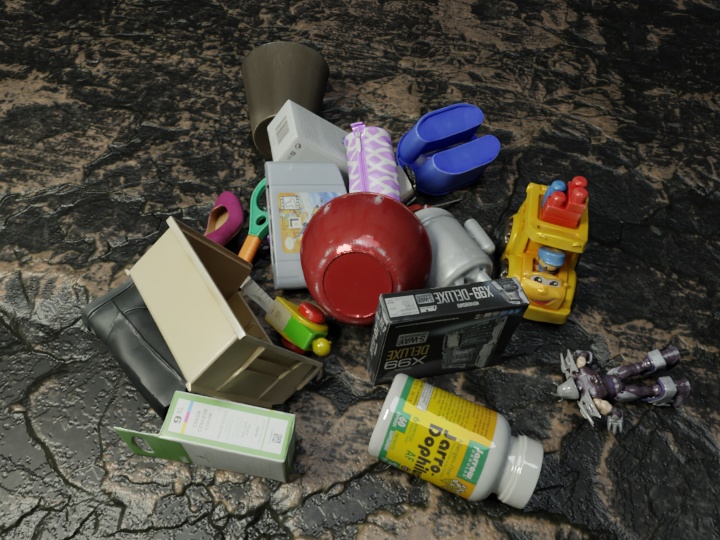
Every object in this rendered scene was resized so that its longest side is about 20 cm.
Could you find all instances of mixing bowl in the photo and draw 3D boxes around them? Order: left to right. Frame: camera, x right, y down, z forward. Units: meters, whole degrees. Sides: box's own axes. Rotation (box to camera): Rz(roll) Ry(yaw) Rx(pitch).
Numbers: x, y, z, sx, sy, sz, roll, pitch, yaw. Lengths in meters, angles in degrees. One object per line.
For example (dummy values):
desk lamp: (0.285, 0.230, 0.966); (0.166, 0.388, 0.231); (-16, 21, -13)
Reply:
mixing bowl: (0.000, 0.000, 0.837); (0.198, 0.202, 0.109); (13, 22, 3)

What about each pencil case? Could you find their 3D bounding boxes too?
pencil case: (0.019, -0.133, 0.944); (0.083, 0.086, 0.202); (-12, 70, 13)

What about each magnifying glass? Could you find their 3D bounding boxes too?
magnifying glass: (-0.162, -0.072, 0.961); (0.079, 0.022, 0.202); (11, 70, 28)

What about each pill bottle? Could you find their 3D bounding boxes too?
pill bottle: (0.119, 0.217, 0.749); (0.198, 0.113, 0.113); (22, 51, 9)

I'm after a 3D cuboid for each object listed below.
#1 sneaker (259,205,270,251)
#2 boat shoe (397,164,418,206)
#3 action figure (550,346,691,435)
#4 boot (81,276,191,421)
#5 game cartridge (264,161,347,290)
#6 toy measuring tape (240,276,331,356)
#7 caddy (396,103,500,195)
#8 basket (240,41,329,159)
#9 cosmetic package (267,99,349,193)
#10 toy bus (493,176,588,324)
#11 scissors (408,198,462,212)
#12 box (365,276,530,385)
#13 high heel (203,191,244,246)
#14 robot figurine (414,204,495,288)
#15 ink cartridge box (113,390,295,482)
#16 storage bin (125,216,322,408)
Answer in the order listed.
sneaker: (-0.137, -0.119, 1.018); (0.087, 0.075, 0.201); (-7, 53, -8)
boat shoe: (0.015, -0.097, 1.030); (0.199, 0.093, 0.075); (-28, 67, 5)
action figure: (0.369, 0.167, 0.862); (0.198, 0.070, 0.131); (-5, 58, -8)
boot: (-0.264, 0.086, 0.831); (0.200, 0.066, 0.165); (38, 62, 24)
game cartridge: (-0.079, -0.073, 0.942); (0.132, 0.042, 0.202); (-4, 83, -16)
toy measuring tape: (-0.106, 0.064, 0.880); (0.073, 0.074, 0.200); (-31, 50, -29)
caddy: (0.164, -0.226, 1.132); (0.199, 0.105, 0.142); (-23, 79, -25)
basket: (-0.145, -0.321, 1.148); (0.178, 0.137, 0.202); (-2, 54, -5)
cosmetic package: (-0.057, -0.198, 1.033); (0.199, 0.071, 0.102); (21, 40, -36)
toy bus: (0.302, -0.047, 0.946); (0.134, 0.193, 0.201); (16, 51, 3)
scissors: (0.122, -0.109, 1.049); (0.199, 0.073, 0.014); (-25, 70, -28)
box: (0.114, 0.086, 0.828); (0.198, 0.158, 0.050); (-6, 51, -14)
high heel: (-0.237, -0.071, 0.935); (0.096, 0.067, 0.201); (36, 31, -38)
robot figurine: (0.130, -0.020, 0.946); (0.169, 0.113, 0.201); (-28, 58, -13)
ink cartridge box: (-0.179, 0.198, 0.722); (0.198, 0.104, 0.060); (10, 58, 1)
storage bin: (-0.167, 0.062, 0.763); (0.094, 0.198, 0.200); (-44, 60, 5)
